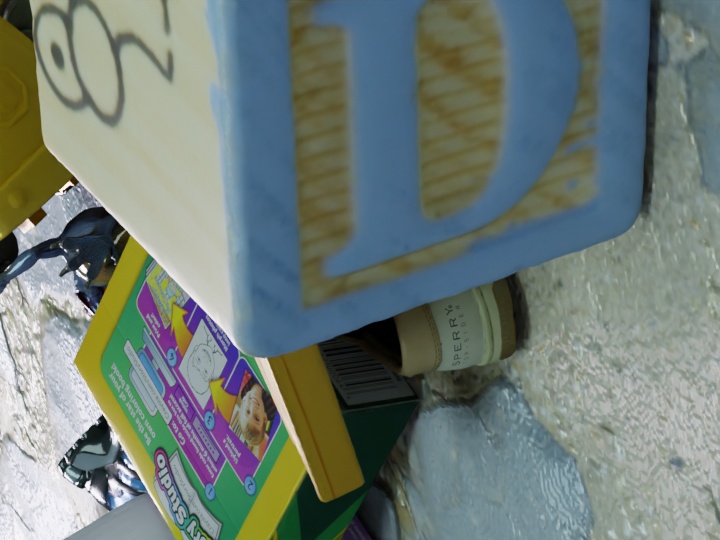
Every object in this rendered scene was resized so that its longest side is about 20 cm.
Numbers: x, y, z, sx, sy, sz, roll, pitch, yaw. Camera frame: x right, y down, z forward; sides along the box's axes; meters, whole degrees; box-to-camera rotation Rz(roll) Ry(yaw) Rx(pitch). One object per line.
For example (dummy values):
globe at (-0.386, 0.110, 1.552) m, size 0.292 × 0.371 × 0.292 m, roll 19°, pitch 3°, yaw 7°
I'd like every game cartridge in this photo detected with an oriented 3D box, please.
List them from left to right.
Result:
game cartridge at (-0.056, -0.004, 1.211) m, size 0.177 × 0.032 × 0.201 m, roll 72°, pitch 175°, yaw -55°

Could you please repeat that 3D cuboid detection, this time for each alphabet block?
alphabet block at (-0.014, -0.112, 1.035) m, size 0.200 × 0.195 × 0.196 m, roll 43°, pitch 142°, yaw 47°

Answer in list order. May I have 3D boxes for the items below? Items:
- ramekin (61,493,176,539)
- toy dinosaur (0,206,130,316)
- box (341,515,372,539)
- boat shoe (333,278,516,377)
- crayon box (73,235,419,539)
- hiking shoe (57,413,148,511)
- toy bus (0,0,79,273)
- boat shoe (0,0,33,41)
ramekin at (-0.114, 0.232, 1.524) m, size 0.201 × 0.097 × 0.200 m, roll 56°, pitch 177°, yaw 5°
toy dinosaur at (-0.149, -0.003, 1.582) m, size 0.105 × 0.200 × 0.182 m, roll 45°, pitch -172°, yaw -12°
box at (-0.039, 0.168, 1.467) m, size 0.200 × 0.039 × 0.137 m, roll 54°, pitch 151°, yaw 36°
boat shoe at (0.000, 0.000, 1.236) m, size 0.200 × 0.066 × 0.075 m, roll 26°, pitch 129°, yaw 59°
crayon box at (-0.068, 0.061, 1.384) m, size 0.200 × 0.058 × 0.173 m, roll 56°, pitch 135°, yaw 32°
hiking shoe at (-0.118, 0.105, 1.581) m, size 0.087 × 0.074 × 0.200 m, roll 43°, pitch 150°, yaw -1°
toy bus at (-0.263, -0.094, 1.563) m, size 0.192 × 0.136 × 0.200 m, roll 45°, pitch 155°, yaw -9°
boat shoe at (-0.219, -0.159, 1.613) m, size 0.062 × 0.072 × 0.200 m, roll 43°, pitch 155°, yaw 3°
